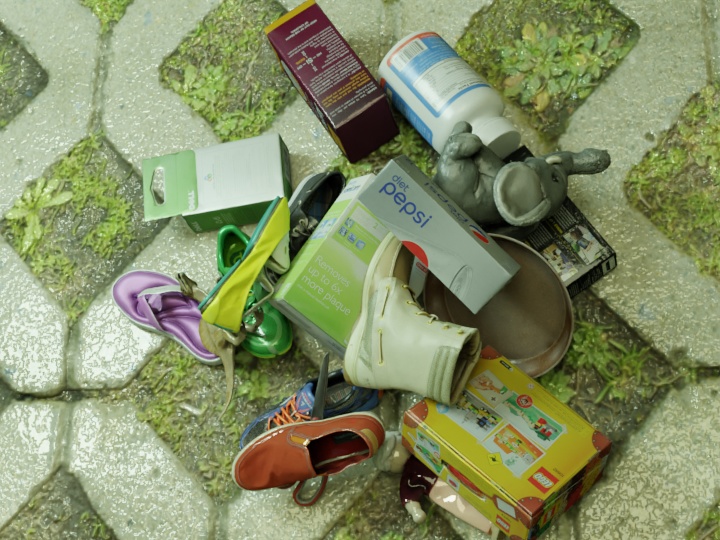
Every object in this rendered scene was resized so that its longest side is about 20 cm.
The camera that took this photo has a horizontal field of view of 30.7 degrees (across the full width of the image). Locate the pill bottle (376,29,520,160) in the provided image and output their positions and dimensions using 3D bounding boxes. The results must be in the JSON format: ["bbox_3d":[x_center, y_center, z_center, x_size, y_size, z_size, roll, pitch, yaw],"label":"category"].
[{"bbox_3d":[0.121,-0.221,1.767,0.112,0.112,0.200,-37,66,-5],"label":"pill bottle"}]

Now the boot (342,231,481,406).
[{"bbox_3d":[0.074,0.055,1.569,0.155,0.072,0.200,10,78,31],"label":"boot"}]

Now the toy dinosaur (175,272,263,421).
[{"bbox_3d":[-0.173,0.083,1.692,0.101,0.058,0.200,-32,73,39],"label":"toy dinosaur"}]

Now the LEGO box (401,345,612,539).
[{"bbox_3d":[0.172,0.206,1.559,0.149,0.077,0.200,-36,59,-28],"label":"LEGO box"}]

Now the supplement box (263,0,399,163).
[{"bbox_3d":[-0.040,-0.261,1.818,0.086,0.110,0.200,-33,65,-3],"label":"supplement box"}]

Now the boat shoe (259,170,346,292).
[{"bbox_3d":[-0.071,-0.056,1.733,0.066,0.070,0.200,-20,31,47],"label":"boat shoe"}]

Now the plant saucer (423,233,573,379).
[{"bbox_3d":[0.174,0.042,1.626,0.200,0.200,0.034,24,32,20],"label":"plant saucer"}]

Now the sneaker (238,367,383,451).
[{"bbox_3d":[-0.069,0.173,1.655,0.200,0.078,0.075,-33,64,-4],"label":"sneaker"}]

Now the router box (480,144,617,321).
[{"bbox_3d":[0.213,-0.045,1.704,0.149,0.051,0.200,-35,65,-2],"label":"router box"}]

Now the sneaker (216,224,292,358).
[{"bbox_3d":[-0.151,0.028,1.732,0.074,0.084,0.200,-25,65,0],"label":"sneaker"}]

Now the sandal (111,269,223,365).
[{"bbox_3d":[-0.251,0.052,1.760,0.203,0.050,0.083,29,75,19],"label":"sandal"}]

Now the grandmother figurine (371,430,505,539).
[{"bbox_3d":[0.096,0.259,1.600,0.200,0.061,0.121,29,48,24],"label":"grandmother figurine"}]

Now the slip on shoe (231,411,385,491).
[{"bbox_3d":[-0.066,0.222,1.587,0.200,0.061,0.074,-17,104,13],"label":"slip on shoe"}]

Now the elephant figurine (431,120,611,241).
[{"bbox_3d":[0.191,-0.097,1.632,0.200,0.142,0.155,22,114,4],"label":"elephant figurine"}]

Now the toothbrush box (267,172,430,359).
[{"bbox_3d":[0.000,0.000,1.676,0.146,0.086,0.200,39,75,-14],"label":"toothbrush box"}]

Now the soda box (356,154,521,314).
[{"bbox_3d":[0.094,-0.044,1.561,0.200,0.063,0.068,45,109,4],"label":"soda box"}]

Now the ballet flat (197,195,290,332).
[{"bbox_3d":[-0.129,-0.003,1.651,0.067,0.067,0.200,35,61,-4],"label":"ballet flat"}]

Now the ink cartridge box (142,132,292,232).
[{"bbox_3d":[-0.196,-0.116,1.816,0.200,0.059,0.104,-10,65,8],"label":"ink cartridge box"}]

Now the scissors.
[{"bbox_3d":[-0.051,0.198,1.618,0.073,0.014,0.200,26,105,2],"label":"scissors"}]
